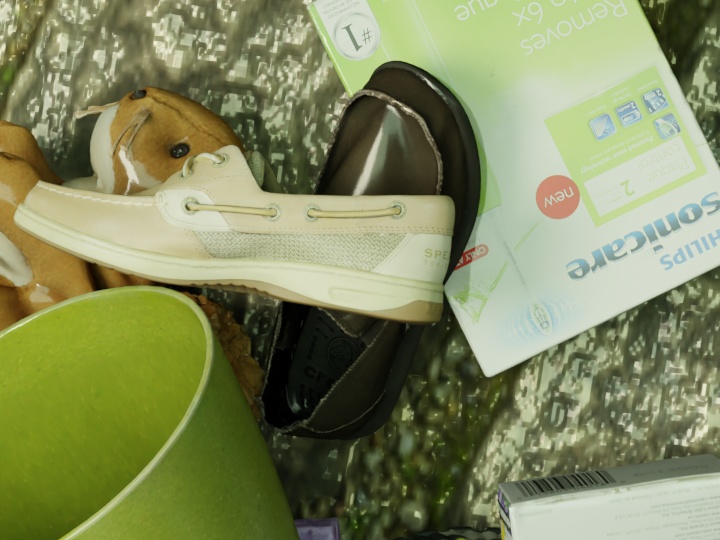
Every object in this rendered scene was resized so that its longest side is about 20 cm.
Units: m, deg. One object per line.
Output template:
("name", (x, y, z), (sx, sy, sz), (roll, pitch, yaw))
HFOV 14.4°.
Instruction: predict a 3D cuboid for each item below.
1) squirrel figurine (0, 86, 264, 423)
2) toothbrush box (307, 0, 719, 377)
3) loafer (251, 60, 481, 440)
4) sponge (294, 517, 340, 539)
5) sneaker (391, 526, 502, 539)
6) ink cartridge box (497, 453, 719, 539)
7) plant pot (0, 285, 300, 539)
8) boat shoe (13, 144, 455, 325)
("squirrel figurine", (-0.123, 0.012, 1.386), (0.187, 0.142, 0.200), (-32, 103, -7))
("toothbrush box", (0.083, -0.069, 1.381), (0.145, 0.086, 0.200), (-25, 90, 4))
("loafer", (0.000, 0.000, 1.323), (0.073, 0.071, 0.200), (26, 119, 26))
("sponge", (-0.058, 0.227, 1.417), (0.111, 0.030, 0.200), (-5, 91, 4))
("sneaker", (0.090, 0.172, 1.386), (0.200, 0.074, 0.085), (3, 91, 3))
("ink cartridge box", (0.130, 0.194, 1.339), (0.109, 0.050, 0.200), (-8, 99, -5))
("plant pot", (-0.099, 0.142, 1.271), (0.187, 0.187, 0.200), (-31, 120, 3))
("boat shoe", (-0.056, -0.023, 1.274), (0.200, 0.072, 0.065), (10, 92, 13))
